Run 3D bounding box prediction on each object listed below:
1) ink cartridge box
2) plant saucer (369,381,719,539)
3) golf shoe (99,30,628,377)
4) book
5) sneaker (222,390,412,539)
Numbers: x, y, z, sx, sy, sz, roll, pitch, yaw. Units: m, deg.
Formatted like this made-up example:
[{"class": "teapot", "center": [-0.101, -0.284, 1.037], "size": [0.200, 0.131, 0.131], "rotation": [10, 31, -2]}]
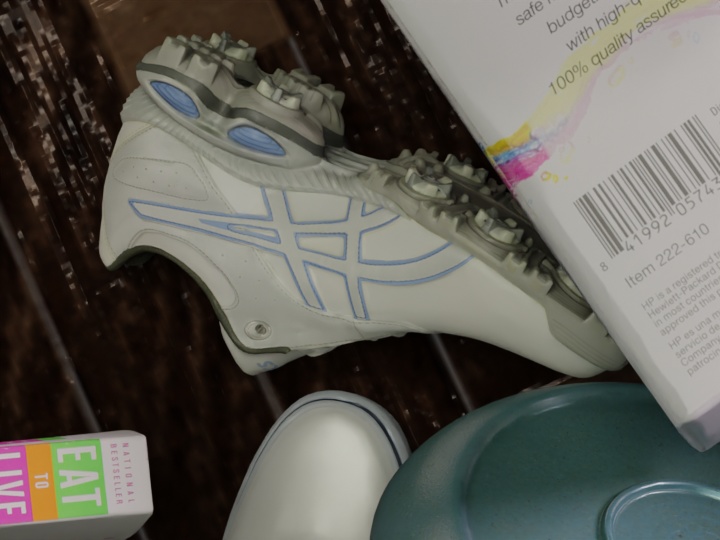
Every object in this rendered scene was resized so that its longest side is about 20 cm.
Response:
[{"class": "ink cartridge box", "center": [0.102, -0.070, 0.837], "size": [0.144, 0.085, 0.201], "rotation": [-35, 77, 4]}, {"class": "plant saucer", "center": [0.102, 0.094, 0.842], "size": [0.199, 0.200, 0.028], "rotation": [23, 125, 12]}, {"class": "golf shoe", "center": [0.000, 0.000, 0.936], "size": [0.199, 0.078, 0.098], "rotation": [29, 104, 18]}, {"class": "book", "center": [-0.178, 0.079, 0.870], "size": [0.199, 0.134, 0.048], "rotation": [-4, 80, -20]}, {"class": "sneaker", "center": [-0.026, 0.137, 0.907], "size": [0.073, 0.071, 0.201], "rotation": [11, 83, 11]}]
